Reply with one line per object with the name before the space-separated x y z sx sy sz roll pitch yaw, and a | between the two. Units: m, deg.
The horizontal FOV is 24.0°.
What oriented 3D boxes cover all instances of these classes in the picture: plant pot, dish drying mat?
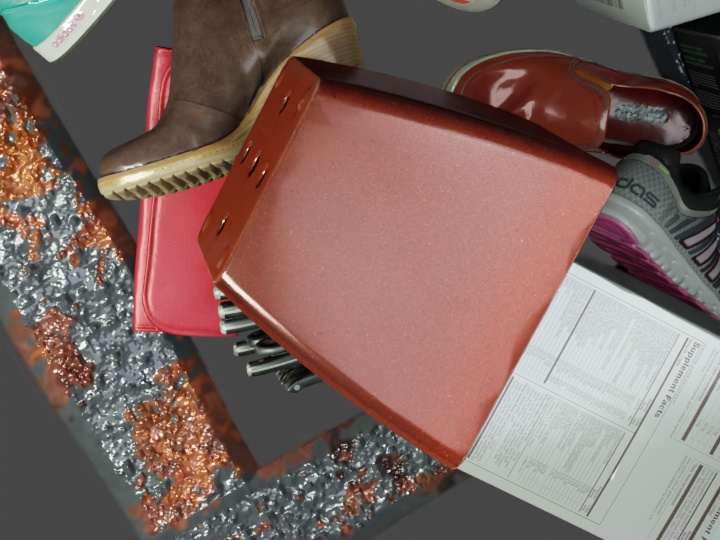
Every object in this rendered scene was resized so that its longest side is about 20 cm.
plant pot | 0.011 -0.029 1.043 0.176 0.200 0.200 27 97 -15
dish drying mat | -0.113 -0.052 1.174 0.077 0.018 0.200 3 102 -14

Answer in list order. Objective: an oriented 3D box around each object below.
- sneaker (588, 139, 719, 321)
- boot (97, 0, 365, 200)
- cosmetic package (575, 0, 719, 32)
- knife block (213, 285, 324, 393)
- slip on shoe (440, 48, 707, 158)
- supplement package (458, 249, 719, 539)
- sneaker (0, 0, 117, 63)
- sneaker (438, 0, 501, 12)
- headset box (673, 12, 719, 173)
sneaker | 0.229 -0.027 1.201 0.200 0.074 0.088 37 80 -46
boot | -0.106 -0.150 1.123 0.200 0.072 0.167 -24 86 -8
cosmetic package | 0.249 -0.226 1.139 0.200 0.102 0.074 -20 115 -17
knife block | 0.000 0.000 1.181 0.175 0.064 0.200 32 96 -23
slip on shoe | 0.153 -0.113 1.196 0.200 0.061 0.074 6 103 -12
supplement package | 0.157 0.080 1.116 0.200 0.152 0.151 27 97 -11
sneaker | -0.182 -0.239 1.071 0.121 0.084 0.200 36 111 -21
sneaker | 0.005 -0.217 1.111 0.200 0.070 0.093 36 52 -18
headset box | 0.341 -0.125 1.217 0.174 0.093 0.200 -23 106 -7
